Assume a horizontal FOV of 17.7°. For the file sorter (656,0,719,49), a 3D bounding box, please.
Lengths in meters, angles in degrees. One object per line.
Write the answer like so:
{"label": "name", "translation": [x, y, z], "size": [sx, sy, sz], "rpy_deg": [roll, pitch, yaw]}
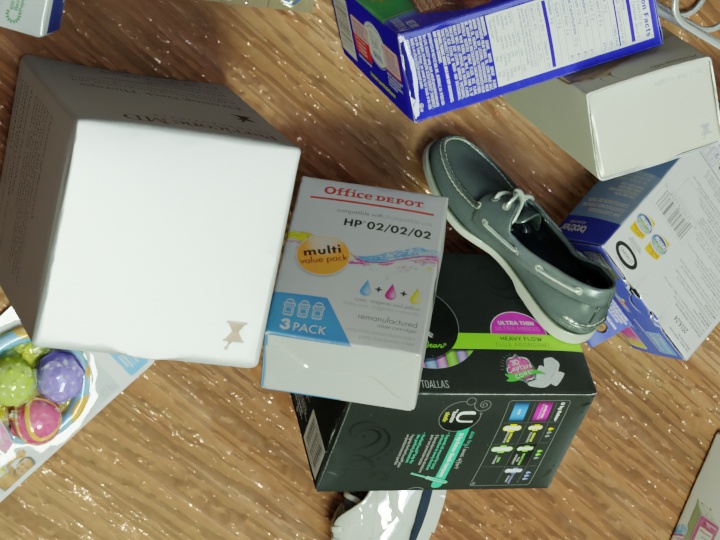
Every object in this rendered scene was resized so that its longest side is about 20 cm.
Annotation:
{"label": "file sorter", "translation": [0.270, -0.239, 1.742], "size": [0.139, 0.200, 0.125], "rpy_deg": [26, 101, -25]}

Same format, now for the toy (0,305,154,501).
{"label": "toy", "translation": [-0.262, 0.104, 1.770], "size": [0.200, 0.047, 0.115], "rpy_deg": [-41, 117, 0]}

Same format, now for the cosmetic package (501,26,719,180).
{"label": "cosmetic package", "translation": [0.182, -0.143, 1.745], "size": [0.103, 0.200, 0.073], "rpy_deg": [-18, 115, -13]}

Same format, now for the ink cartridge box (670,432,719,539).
{"label": "ink cartridge box", "translation": [0.349, 0.256, 2.017], "size": [0.144, 0.085, 0.200], "rpy_deg": [16, 105, -24]}

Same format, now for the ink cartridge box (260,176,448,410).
{"label": "ink cartridge box", "translation": [0.000, 0.000, 1.710], "size": [0.115, 0.200, 0.068], "rpy_deg": [9, 138, 3]}

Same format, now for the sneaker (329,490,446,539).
{"label": "sneaker", "translation": [0.007, 0.234, 1.906], "size": [0.080, 0.076, 0.200], "rpy_deg": [15, 100, -12]}

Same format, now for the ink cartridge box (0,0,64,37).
{"label": "ink cartridge box", "translation": [-0.286, -0.282, 1.601], "size": [0.200, 0.041, 0.200], "rpy_deg": [17, 107, 8]}

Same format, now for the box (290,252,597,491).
{"label": "box", "translation": [0.058, 0.078, 1.797], "size": [0.200, 0.149, 0.124], "rpy_deg": [1, 137, -19]}

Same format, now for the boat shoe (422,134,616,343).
{"label": "boat shoe", "translation": [0.126, -0.037, 1.786], "size": [0.073, 0.200, 0.062], "rpy_deg": [-24, 159, -38]}

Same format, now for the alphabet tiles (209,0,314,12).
{"label": "alphabet tiles", "translation": [-0.120, -0.267, 1.641], "size": [0.199, 0.008, 0.167], "rpy_deg": [6, 126, -8]}

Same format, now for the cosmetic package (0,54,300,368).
{"label": "cosmetic package", "translation": [-0.161, -0.044, 1.663], "size": [0.167, 0.200, 0.167], "rpy_deg": [7, 105, -22]}

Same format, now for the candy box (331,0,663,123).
{"label": "candy box", "translation": [0.098, -0.196, 1.715], "size": [0.200, 0.169, 0.077], "rpy_deg": [-18, 118, -12]}

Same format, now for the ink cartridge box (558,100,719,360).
{"label": "ink cartridge box", "translation": [0.245, -0.024, 1.853], "size": [0.200, 0.076, 0.137], "rpy_deg": [-48, 118, -18]}
